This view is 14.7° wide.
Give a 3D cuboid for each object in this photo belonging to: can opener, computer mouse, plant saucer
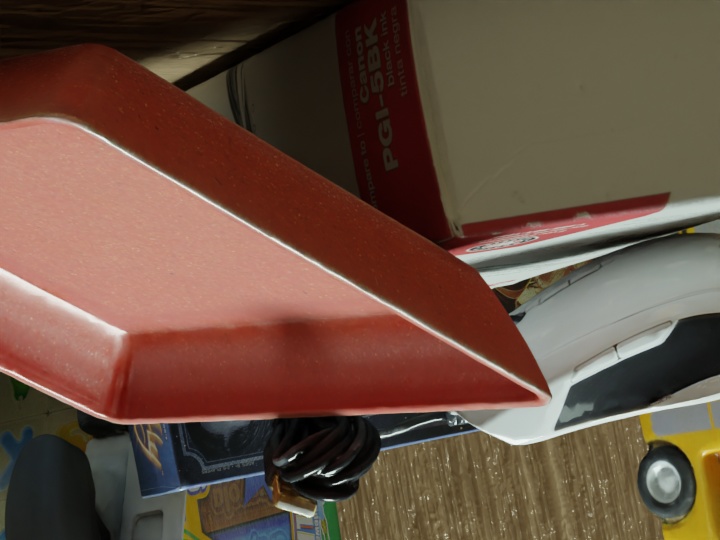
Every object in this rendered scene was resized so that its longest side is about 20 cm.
[{"bbox_3d":[-0.092,0.039,1.046,0.053,0.201,0.067,-13,151,32],"label":"can opener"},{"bbox_3d":[0.060,0.022,0.897,0.199,0.044,0.110,-16,-163,7],"label":"computer mouse"},{"bbox_3d":[-0.074,-0.008,0.805,0.199,0.037,0.200,-5,153,44],"label":"plant saucer"}]

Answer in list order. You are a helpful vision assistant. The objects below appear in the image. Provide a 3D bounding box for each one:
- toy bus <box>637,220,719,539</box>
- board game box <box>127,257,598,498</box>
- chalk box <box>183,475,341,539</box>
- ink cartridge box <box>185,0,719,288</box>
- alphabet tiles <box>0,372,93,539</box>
[{"bbox_3d":[0.145,0.009,1.094,0.065,0.201,0.078,-8,176,-45],"label":"toy bus"},{"bbox_3d":[0.000,0.000,1.035,0.199,0.136,0.035,-10,176,-32],"label":"board game box"},{"bbox_3d":[-0.090,0.088,1.250,0.124,0.125,0.200,-10,177,25],"label":"chalk box"},{"bbox_3d":[0.034,-0.041,0.911,0.146,0.083,0.200,-9,175,-29],"label":"ink cartridge box"},{"bbox_3d":[-0.137,0.062,1.130,0.166,0.201,0.006,-14,154,35],"label":"alphabet tiles"}]
